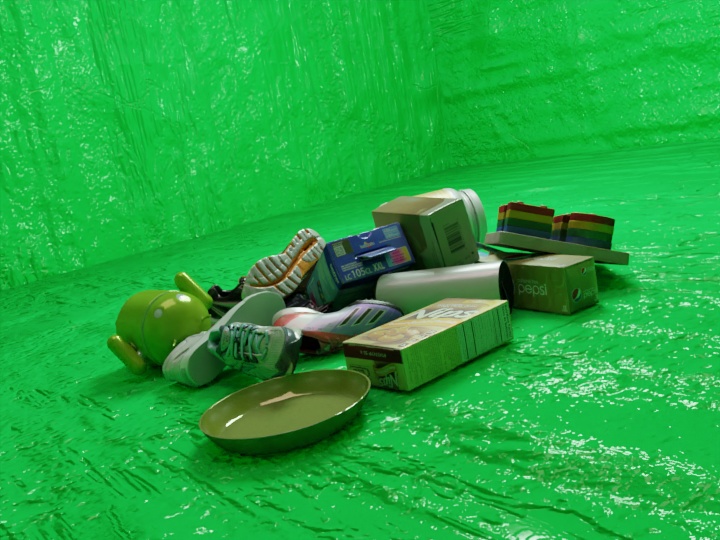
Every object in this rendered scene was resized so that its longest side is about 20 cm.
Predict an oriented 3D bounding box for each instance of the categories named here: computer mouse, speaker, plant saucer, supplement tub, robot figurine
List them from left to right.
[{"bbox_3d":[-0.311,0.091,1.304,0.198,0.117,0.175,-1,36,50],"label":"robot figurine"},{"bbox_3d":[-0.126,0.093,1.324,0.139,0.047,0.199,-31,16,-22],"label":"computer mouse"},{"bbox_3d":[-0.081,0.159,0.920,0.195,0.032,0.200,-12,11,2],"label":"plant saucer"},{"bbox_3d":[0.140,-0.080,1.644,0.195,0.149,0.145,-13,10,-14],"label":"supplement tub"},{"bbox_3d":[0.124,0.036,1.213,0.196,0.083,0.081,-7,11,27],"label":"speaker"}]

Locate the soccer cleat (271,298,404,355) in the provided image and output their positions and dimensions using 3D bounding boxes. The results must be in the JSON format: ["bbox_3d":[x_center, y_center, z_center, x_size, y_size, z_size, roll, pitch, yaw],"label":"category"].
[{"bbox_3d":[-0.032,0.090,1.189,0.194,0.069,0.074,-4,39,-1],"label":"soccer cleat"}]

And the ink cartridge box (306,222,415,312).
[{"bbox_3d":[0.000,0.000,1.318,0.134,0.078,0.201,-17,-21,-23],"label":"ink cartridge box"}]

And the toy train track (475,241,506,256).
[{"bbox_3d":[0.218,-0.024,1.400,0.197,0.033,0.114,16,2,-38],"label":"toy train track"}]

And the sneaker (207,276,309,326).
[{"bbox_3d":[-0.187,0.051,1.468,0.195,0.089,0.080,-10,12,4],"label":"sneaker"}]

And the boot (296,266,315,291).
[{"bbox_3d":[-0.096,0.029,1.576,0.194,0.079,0.155,-2,-9,-4],"label":"boot"}]

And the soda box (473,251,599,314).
[{"bbox_3d":[0.255,0.015,1.215,0.063,0.070,0.198,-16,11,-30],"label":"soda box"}]

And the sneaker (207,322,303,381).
[{"bbox_3d":[-0.145,0.106,1.080,0.085,0.079,0.199,22,-17,-27],"label":"sneaker"}]

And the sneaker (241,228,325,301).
[{"bbox_3d":[-0.134,0.009,1.421,0.199,0.078,0.077,-40,-6,-42],"label":"sneaker"}]

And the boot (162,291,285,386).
[{"bbox_3d":[-0.205,0.096,1.217,0.094,0.075,0.199,-4,26,49],"label":"boot"}]

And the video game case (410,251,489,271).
[{"bbox_3d":[0.163,-0.004,1.438,0.140,0.018,0.199,16,23,26],"label":"video game case"}]

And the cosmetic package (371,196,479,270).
[{"bbox_3d":[0.101,-0.059,1.332,0.070,0.107,0.199,-25,14,-21],"label":"cosmetic package"}]

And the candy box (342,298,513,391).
[{"bbox_3d":[0.087,0.088,1.040,0.197,0.057,0.114,-20,13,-38],"label":"candy box"}]

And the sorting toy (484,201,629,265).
[{"bbox_3d":[0.306,-0.060,1.301,0.193,0.072,0.200,10,2,2],"label":"sorting toy"}]
